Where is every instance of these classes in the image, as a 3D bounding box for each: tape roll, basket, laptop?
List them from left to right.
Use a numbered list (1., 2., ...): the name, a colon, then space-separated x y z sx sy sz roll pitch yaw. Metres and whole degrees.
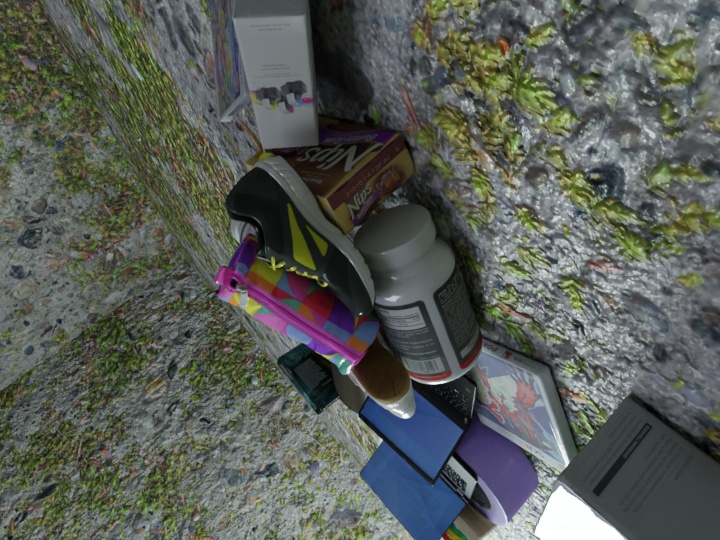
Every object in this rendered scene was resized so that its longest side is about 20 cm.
1. basket: 0.003 0.135 0.943 0.202 0.133 0.182 82 171 -47
2. laptop: 0.077 0.203 0.806 0.176 0.103 0.202 35 153 30
3. laptop: 0.090 0.355 0.898 0.187 0.115 0.202 40 157 29
4. tape roll: 0.201 0.330 0.901 0.200 0.085 0.201 44 158 22

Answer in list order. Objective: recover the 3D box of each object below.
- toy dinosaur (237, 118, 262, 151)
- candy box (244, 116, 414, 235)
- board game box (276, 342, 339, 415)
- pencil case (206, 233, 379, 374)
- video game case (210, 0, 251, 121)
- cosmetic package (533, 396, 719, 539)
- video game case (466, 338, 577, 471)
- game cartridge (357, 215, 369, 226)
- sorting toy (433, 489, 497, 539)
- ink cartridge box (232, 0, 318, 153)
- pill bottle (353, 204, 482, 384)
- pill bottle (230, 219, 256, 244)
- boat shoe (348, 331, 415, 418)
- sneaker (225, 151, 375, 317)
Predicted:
1. toy dinosaur: -0.132 -0.161 0.882 0.199 0.060 0.107 42 134 13
2. candy box: -0.043 -0.123 0.625 0.199 0.116 0.057 29 155 49
3. board game box: -0.055 0.184 1.063 0.135 0.198 0.028 45 139 19
4. pencil case: -0.073 0.041 0.598 0.198 0.090 0.088 32 166 -17
5. video game case: -0.165 -0.280 0.664 0.199 0.018 0.147 -164 70 -66
6. cosmetic package: 0.300 0.271 0.518 0.199 0.122 0.201 40 157 33
7. video game case: 0.206 0.178 0.720 0.181 0.023 0.202 21 143 56
8. game cartridge: -0.075 -0.085 0.701 0.200 0.127 0.039 -138 29 -63
9. sorting toy: 0.173 0.440 1.017 0.199 0.070 0.197 40 -167 32
10. ink cartridge box: -0.082 -0.216 0.556 0.201 0.066 0.117 90 176 -60
11. pill bottle: 0.071 0.030 0.633 0.115 0.115 0.202 24 146 52
12. pill bottle: -0.172 -0.058 1.036 0.199 0.113 0.115 36 155 39
13. boat shoe: 0.009 0.120 0.680 0.200 0.070 0.070 51 170 53
14. sneaker: -0.064 -0.022 0.551 0.201 0.084 0.074 51 163 -7
